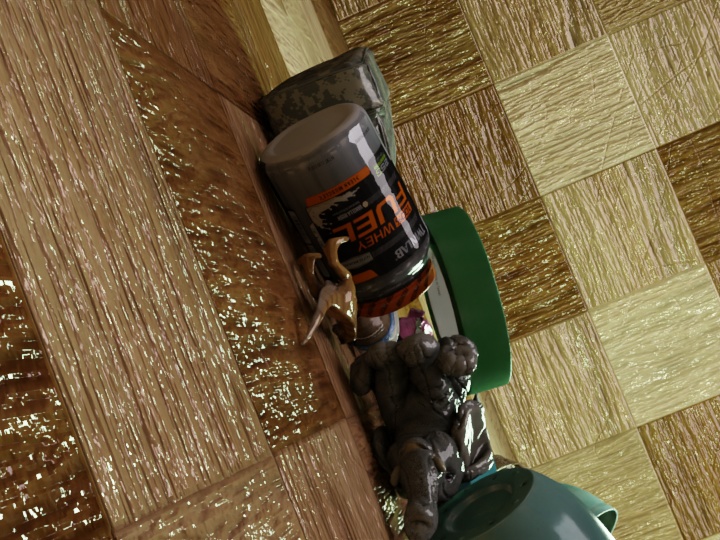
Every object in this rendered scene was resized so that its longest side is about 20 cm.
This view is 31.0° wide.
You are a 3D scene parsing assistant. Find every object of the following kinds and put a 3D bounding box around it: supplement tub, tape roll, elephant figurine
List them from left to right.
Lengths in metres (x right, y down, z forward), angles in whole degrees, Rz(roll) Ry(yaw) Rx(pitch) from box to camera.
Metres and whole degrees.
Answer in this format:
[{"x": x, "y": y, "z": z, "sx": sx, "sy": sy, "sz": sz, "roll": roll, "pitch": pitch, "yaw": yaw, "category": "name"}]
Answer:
[{"x": -0.007, "y": -0.059, "z": 1.328, "sx": 0.200, "sy": 0.122, "sz": 0.123, "roll": 60, "pitch": 9, "yaw": -22, "category": "supplement tub"}, {"x": 0.064, "y": 0.172, "z": 1.286, "sx": 0.141, "sy": 0.155, "sz": 0.201, "roll": -32, "pitch": -116, "yaw": 53, "category": "elephant figurine"}, {"x": 0.109, "y": 0.033, "z": 1.401, "sx": 0.200, "sy": 0.048, "sz": 0.201, "roll": 165, "pitch": -90, "yaw": -85, "category": "tape roll"}]

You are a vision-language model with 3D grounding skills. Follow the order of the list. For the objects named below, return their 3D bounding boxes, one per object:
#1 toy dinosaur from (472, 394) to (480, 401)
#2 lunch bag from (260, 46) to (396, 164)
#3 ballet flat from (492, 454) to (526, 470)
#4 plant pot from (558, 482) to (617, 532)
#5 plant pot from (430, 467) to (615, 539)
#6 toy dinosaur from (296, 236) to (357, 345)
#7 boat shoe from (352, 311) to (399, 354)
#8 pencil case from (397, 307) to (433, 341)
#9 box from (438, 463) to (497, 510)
[{"x": 0.098, "y": 0.171, "z": 1.637, "sx": 0.077, "sy": 0.102, "sz": 0.201, "roll": -71, "pitch": 148, "yaw": -69, "category": "toy dinosaur"}, {"x": -0.022, "y": -0.154, "z": 1.503, "sx": 0.200, "sy": 0.139, "sz": 0.168, "roll": -83, "pitch": 149, "yaw": -76, "category": "lunch bag"}, {"x": 0.161, "y": 0.276, "z": 1.601, "sx": 0.200, "sy": 0.065, "sz": 0.071, "roll": -31, "pitch": 121, "yaw": -61, "category": "ballet flat"}, {"x": 0.293, "y": 0.415, "z": 2.062, "sx": 0.134, "sy": 0.200, "sz": 0.200, "roll": 40, "pitch": -8, "yaw": 29, "category": "plant pot"}, {"x": 0.153, "y": 0.289, "z": 1.246, "sx": 0.161, "sy": 0.200, "sz": 0.201, "roll": 58, "pitch": 8, "yaw": -10, "category": "plant pot"}, {"x": -0.024, "y": 0.025, "z": 1.238, "sx": 0.200, "sy": 0.060, "sz": 0.107, "roll": 43, "pitch": 27, "yaw": -74, "category": "toy dinosaur"}, {"x": 0.000, "y": 0.000, "z": 1.462, "sx": 0.072, "sy": 0.072, "sz": 0.200, "roll": 59, "pitch": 11, "yaw": -46, "category": "boat shoe"}, {"x": 0.068, "y": 0.142, "z": 1.458, "sx": 0.091, "sy": 0.094, "sz": 0.200, "roll": 13, "pitch": 40, "yaw": -33, "category": "pencil case"}, {"x": 0.113, "y": 0.238, "z": 1.489, "sx": 0.049, "sy": 0.082, "sz": 0.200, "roll": 26, "pitch": 23, "yaw": -20, "category": "box"}]
